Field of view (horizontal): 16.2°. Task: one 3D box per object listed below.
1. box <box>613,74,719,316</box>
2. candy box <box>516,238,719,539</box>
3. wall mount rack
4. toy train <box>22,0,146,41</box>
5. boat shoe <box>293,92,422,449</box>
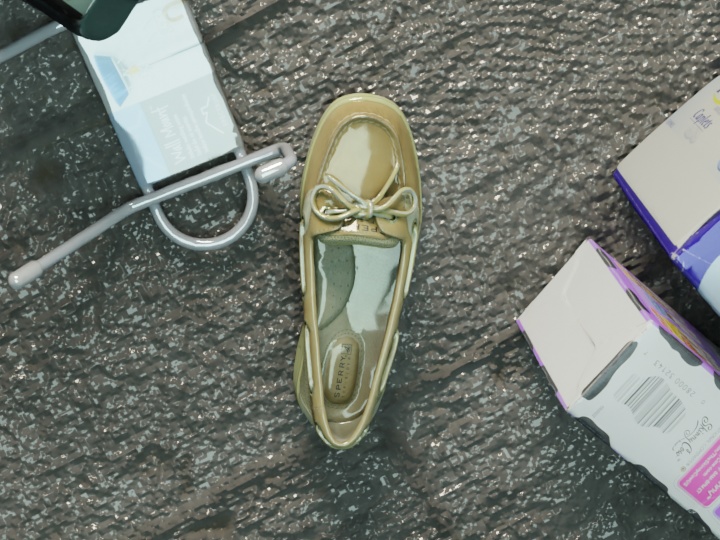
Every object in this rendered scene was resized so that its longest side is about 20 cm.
[{"bbox_3d":[0.253,0.004,1.419,0.105,0.184,0.200,-40,106,7],"label":"box"},{"bbox_3d":[0.196,0.088,1.444,0.200,0.168,0.072,40,98,-15],"label":"candy box"},{"bbox_3d":[-0.138,-0.085,1.404,0.173,0.075,0.200,-22,106,1],"label":"wall mount rack"},{"bbox_3d":[-0.177,-0.211,1.337,0.200,0.085,0.114,34,97,10],"label":"toy train"},{"bbox_3d":[-0.003,0.000,1.450,0.073,0.063,0.201,8,105,-9],"label":"boat shoe"}]
